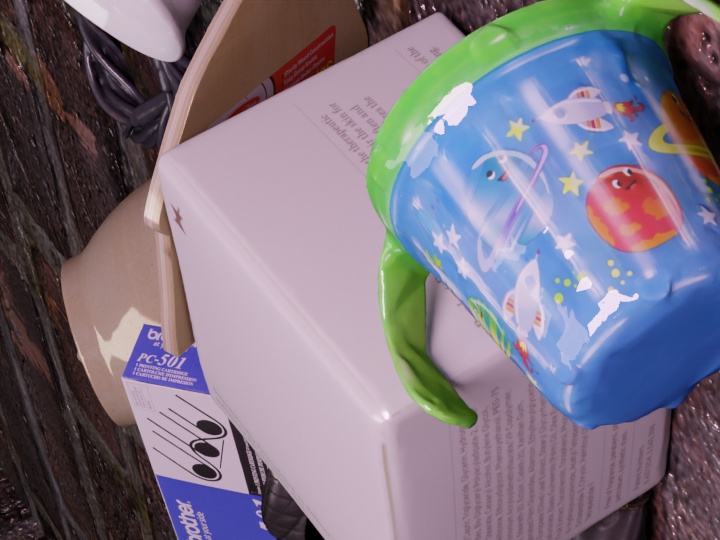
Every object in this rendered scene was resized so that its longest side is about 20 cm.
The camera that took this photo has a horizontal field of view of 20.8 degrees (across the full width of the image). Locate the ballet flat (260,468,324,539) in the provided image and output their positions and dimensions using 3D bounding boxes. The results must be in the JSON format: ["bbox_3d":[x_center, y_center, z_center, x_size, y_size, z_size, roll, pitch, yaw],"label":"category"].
[{"bbox_3d":[-0.025,0.152,1.194,0.057,0.067,0.200,12,141,16],"label":"ballet flat"}]

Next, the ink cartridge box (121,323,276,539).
[{"bbox_3d":[-0.083,0.115,1.240,0.094,0.044,0.200,10,145,14],"label":"ink cartridge box"}]

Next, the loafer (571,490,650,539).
[{"bbox_3d":[0.074,0.096,1.083,0.200,0.073,0.073,25,122,25],"label":"loafer"}]

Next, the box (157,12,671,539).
[{"bbox_3d":[0.031,0.028,0.967,0.199,0.171,0.200,48,157,35],"label":"box"}]

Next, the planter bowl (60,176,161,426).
[{"bbox_3d":[-0.119,0.028,1.320,0.200,0.134,0.201,-19,-90,-86],"label":"planter bowl"}]

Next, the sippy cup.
[{"bbox_3d":[0.089,-0.015,0.769,0.131,0.139,0.178,60,154,31],"label":"sippy cup"}]

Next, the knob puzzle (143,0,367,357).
[{"bbox_3d":[-0.059,-0.081,1.024,0.030,0.220,0.220,23,145,23],"label":"knob puzzle"}]

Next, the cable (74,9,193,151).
[{"bbox_3d":[-0.158,-0.161,1.411,0.163,0.051,0.200,47,155,24],"label":"cable"}]

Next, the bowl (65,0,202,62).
[{"bbox_3d":[-0.158,-0.226,1.188,0.201,0.090,0.201,39,170,8],"label":"bowl"}]
